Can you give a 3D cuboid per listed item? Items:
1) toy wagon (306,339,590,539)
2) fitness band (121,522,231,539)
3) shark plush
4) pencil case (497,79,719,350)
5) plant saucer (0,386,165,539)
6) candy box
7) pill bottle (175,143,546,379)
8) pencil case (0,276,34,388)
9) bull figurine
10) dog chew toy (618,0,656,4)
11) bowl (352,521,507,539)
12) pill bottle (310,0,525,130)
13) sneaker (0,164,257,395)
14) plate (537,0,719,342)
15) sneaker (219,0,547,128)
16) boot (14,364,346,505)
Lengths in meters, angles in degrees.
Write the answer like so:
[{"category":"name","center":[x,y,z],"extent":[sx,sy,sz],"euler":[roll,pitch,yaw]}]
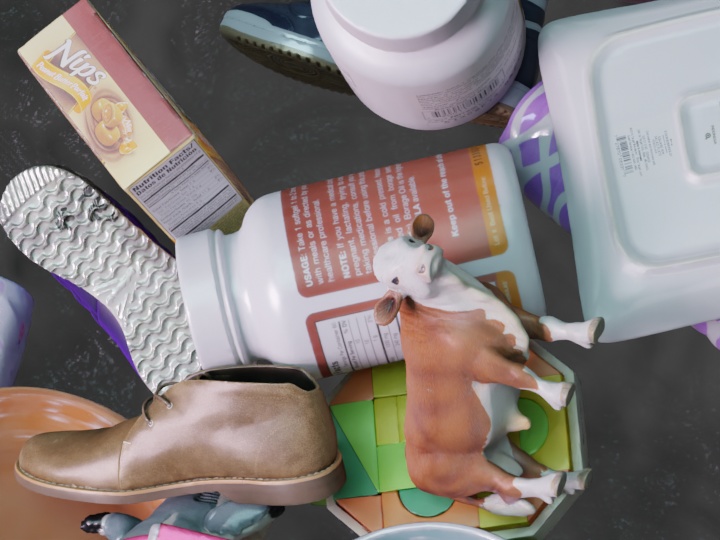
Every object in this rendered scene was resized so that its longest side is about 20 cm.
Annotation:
[{"category":"toy wagon","center":[0.033,0.108,1.723],"extent":[0.200,0.040,0.155],"euler":[-8,71,13]},{"category":"fitness band","center":[-0.081,0.219,1.598],"extent":[0.200,0.037,0.144],"euler":[15,76,11]},{"category":"shark plush","center":[-0.131,0.170,1.693],"extent":[0.200,0.091,0.083],"euler":[-28,53,-17]},{"category":"pencil case","center":[0.172,-0.037,1.710],"extent":[0.200,0.084,0.085],"euler":[40,48,20]},{"category":"plant saucer","center":[-0.185,0.160,1.717],"extent":[0.200,0.037,0.200],"euler":[14,50,-17]},{"category":"candy box","center":[-0.120,-0.070,1.735],"extent":[0.055,0.200,0.115],"euler":[-40,67,0]},{"category":"pill bottle","center":[0.000,0.000,1.687],"extent":[0.200,0.112,0.112],"euler":[-12,70,3]},{"category":"pencil case","center":[-0.266,0.090,1.787],"extent":[0.091,0.083,0.200],"euler":[13,78,6]},{"category":"bull figurine","center":[0.067,0.057,1.616],"extent":[0.121,0.200,0.065],"euler":[19,49,21]},{"category":"dog chew toy","center":[0.219,-0.205,1.732],"extent":[0.200,0.125,0.125],"euler":[18,78,12]},{"category":"bowl","center":[0.046,0.249,1.640],"extent":[0.201,0.105,0.201],"euler":[-5,72,15]},{"category":"pill bottle","center":[0.031,-0.152,1.654],"extent":[0.114,0.200,0.114],"euler":[-1,82,7]},{"category":"sneaker","center":[-0.135,0.009,1.782],"extent":[0.070,0.100,0.200],"euler":[-42,98,1]},{"category":"plate","center":[0.207,-0.074,1.649],"extent":[0.200,0.032,0.200],"euler":[-12,71,11]},{"category":"sneaker","center":[0.020,-0.161,1.794],"extent":[0.200,0.070,0.109],"euler":[15,82,12]},{"category":"boot","center":[-0.108,0.091,1.679],"extent":[0.200,0.074,0.076],"euler":[-4,111,19]}]
